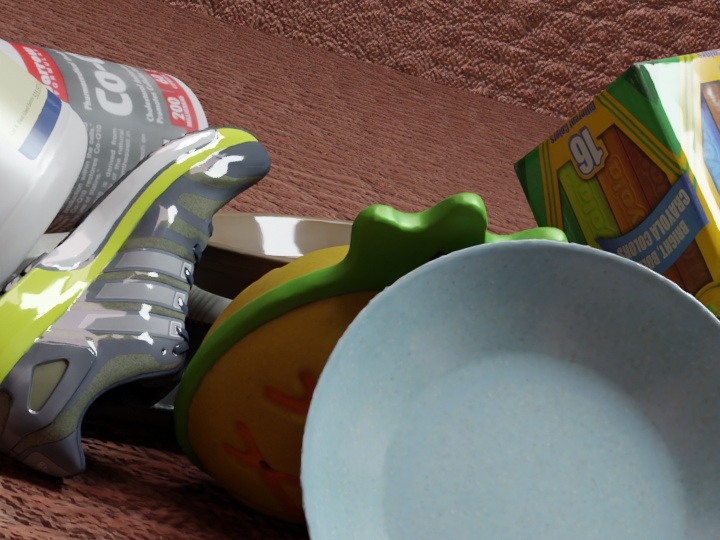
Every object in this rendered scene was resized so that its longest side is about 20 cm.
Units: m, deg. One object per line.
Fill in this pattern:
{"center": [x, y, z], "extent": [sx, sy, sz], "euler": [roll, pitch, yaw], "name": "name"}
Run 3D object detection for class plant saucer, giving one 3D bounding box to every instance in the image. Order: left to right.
{"center": [0.000, 0.000, 1.104], "extent": [0.200, 0.030, 0.200], "euler": [7, 7, -1], "name": "plant saucer"}
{"center": [0.072, 0.088, 0.880], "extent": [0.201, 0.201, 0.039], "euler": [18, -23, -5], "name": "plant saucer"}

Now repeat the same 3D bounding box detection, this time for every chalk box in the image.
{"center": [0.189, 0.001, 1.146], "extent": [0.124, 0.200, 0.125], "euler": [-12, -18, -34], "name": "chalk box"}

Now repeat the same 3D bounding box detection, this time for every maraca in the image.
{"center": [0.005, 0.037, 0.959], "extent": [0.137, 0.200, 0.107], "euler": [18, 42, -34], "name": "maraca"}

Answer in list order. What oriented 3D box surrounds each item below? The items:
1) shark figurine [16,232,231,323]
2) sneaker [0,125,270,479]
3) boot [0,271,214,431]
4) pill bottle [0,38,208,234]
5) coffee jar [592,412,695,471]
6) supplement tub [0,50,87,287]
{"center": [-0.136, -0.015, 1.223], "extent": [0.214, 0.090, 0.128], "euler": [13, 10, -36], "name": "shark figurine"}
{"center": [-0.101, 0.014, 0.987], "extent": [0.081, 0.200, 0.074], "euler": [45, -30, -3], "name": "sneaker"}
{"center": [-0.101, 0.037, 1.099], "extent": [0.200, 0.073, 0.182], "euler": [8, 12, -19], "name": "boot"}
{"center": [-0.199, -0.078, 1.355], "extent": [0.200, 0.114, 0.114], "euler": [8, 15, -45], "name": "pill bottle"}
{"center": [0.096, 0.090, 1.023], "extent": [0.085, 0.104, 0.200], "euler": [45, 3, -14], "name": "coffee jar"}
{"center": [-0.234, -0.069, 0.979], "extent": [0.200, 0.145, 0.145], "euler": [41, 4, -17], "name": "supplement tub"}
